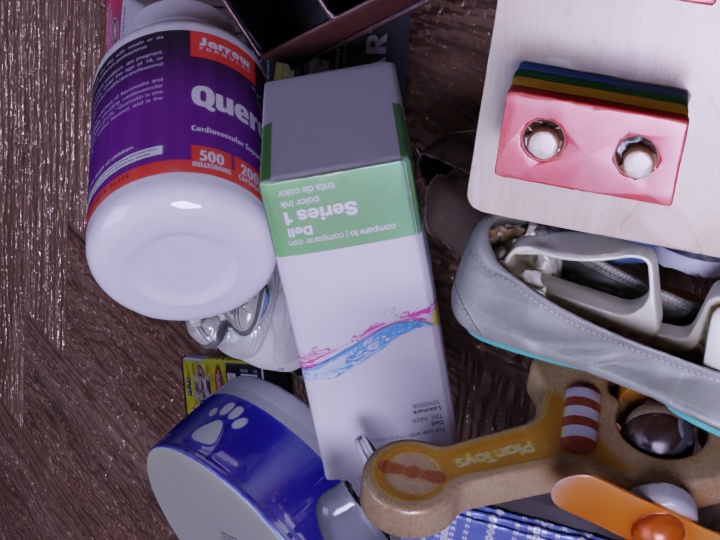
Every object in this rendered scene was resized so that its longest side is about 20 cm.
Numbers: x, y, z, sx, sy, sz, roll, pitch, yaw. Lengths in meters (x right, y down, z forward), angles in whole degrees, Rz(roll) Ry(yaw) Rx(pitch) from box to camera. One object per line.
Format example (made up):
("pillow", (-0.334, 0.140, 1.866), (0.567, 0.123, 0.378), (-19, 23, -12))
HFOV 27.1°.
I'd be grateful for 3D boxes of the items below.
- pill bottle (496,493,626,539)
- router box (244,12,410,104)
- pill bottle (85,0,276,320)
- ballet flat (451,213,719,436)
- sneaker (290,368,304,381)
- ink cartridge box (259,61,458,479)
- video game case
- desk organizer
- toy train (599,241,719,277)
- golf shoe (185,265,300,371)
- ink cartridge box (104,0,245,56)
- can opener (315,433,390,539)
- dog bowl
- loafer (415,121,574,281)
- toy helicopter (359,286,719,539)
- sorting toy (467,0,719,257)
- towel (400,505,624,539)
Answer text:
("pill bottle", (0.083, 0.229, 0.833), (0.114, 0.114, 0.201), (46, 133, 50))
("router box", (-0.029, -0.128, 1.051), (0.157, 0.052, 0.201), (31, 121, 56))
("pill bottle", (-0.109, -0.075, 0.917), (0.113, 0.112, 0.201), (116, 156, -44))
("ballet flat", (0.135, 0.026, 0.654), (0.199, 0.067, 0.064), (20, 122, 15))
("sneaker", (-0.084, 0.001, 1.084), (0.200, 0.078, 0.090), (52, 170, -12))
("ink cartridge box", (0.000, 0.000, 0.879), (0.145, 0.084, 0.201), (-95, -6, -61))
("video game case", (-0.100, 0.172, 1.267), (0.181, 0.025, 0.201), (-4, 92, 62))
("desk organizer", (-0.004, -0.191, 0.894), (0.200, 0.077, 0.072), (-20, 78, 39))
("toy train", (0.151, -0.089, 0.673), (0.114, 0.086, 0.201), (-131, 44, -57))
("golf shoe", (-0.061, -0.025, 0.998), (0.078, 0.097, 0.201), (-12, 55, 34))
("ink cartridge box", (-0.142, -0.145, 1.228), (0.200, 0.084, 0.145), (36, 126, 55))
("can opener", (0.027, 0.162, 0.872), (0.053, 0.067, 0.200), (57, 179, 39))
("dog bowl", (-0.054, 0.175, 1.028), (0.200, 0.079, 0.200), (38, 151, 25))
("loafer", (0.072, -0.022, 0.799), (0.200, 0.071, 0.073), (-106, 0, -66))
("toy helicopter", (0.098, 0.091, 0.691), (0.079, 0.199, 0.132), (94, 158, -43))
("sorting toy", (0.149, -0.093, 0.567), (0.070, 0.198, 0.201), (-60, -20, -66))
("towel", (0.111, 0.188, 0.734), (0.024, 0.199, 0.145), (-55, -25, -61))
